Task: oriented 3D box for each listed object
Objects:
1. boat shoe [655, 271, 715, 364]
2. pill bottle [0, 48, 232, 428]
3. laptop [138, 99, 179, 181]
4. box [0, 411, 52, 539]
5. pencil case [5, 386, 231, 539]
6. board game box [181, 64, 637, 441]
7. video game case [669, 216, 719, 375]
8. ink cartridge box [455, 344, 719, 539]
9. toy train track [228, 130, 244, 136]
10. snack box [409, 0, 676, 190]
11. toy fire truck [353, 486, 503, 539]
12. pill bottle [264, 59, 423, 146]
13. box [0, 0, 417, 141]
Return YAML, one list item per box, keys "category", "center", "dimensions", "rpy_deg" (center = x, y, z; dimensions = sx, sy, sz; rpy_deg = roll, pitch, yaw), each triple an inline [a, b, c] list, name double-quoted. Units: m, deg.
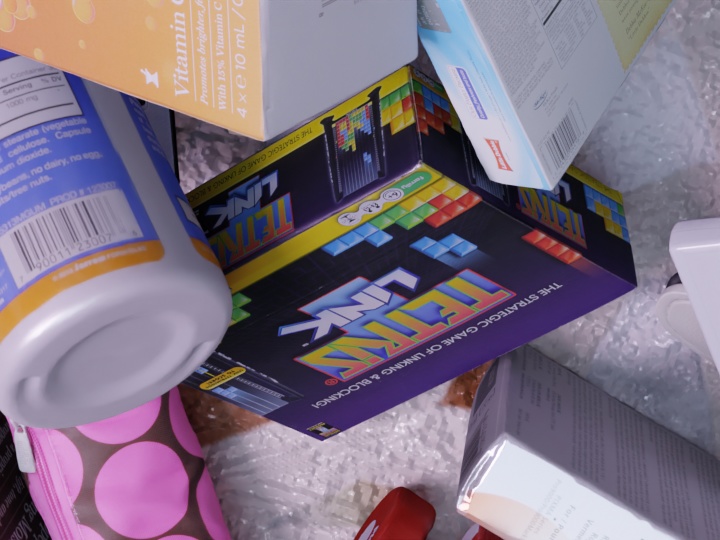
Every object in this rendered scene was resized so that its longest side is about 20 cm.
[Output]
- category: "boat shoe"
  center: [0.243, 0.025, 1.157]
  dimensions: [0.199, 0.061, 0.074]
  rpy_deg: [13, 155, 10]
- category: "pill bottle"
  center: [-0.143, -0.042, 1.055]
  dimensions: [0.112, 0.112, 0.201]
  rpy_deg: [-38, 62, 20]
- category: "laptop"
  center: [-0.198, -0.115, 1.146]
  dimensions: [0.186, 0.201, 0.116]
  rpy_deg: [-19, 144, 16]
- category: "box"
  center: [-0.233, 0.183, 1.234]
  dimensions: [0.163, 0.166, 0.201]
  rpy_deg: [-22, 106, 15]
- category: "pencil case"
  center: [-0.119, 0.129, 1.222]
  dimensions: [0.090, 0.094, 0.201]
  rpy_deg: [-18, 97, 35]
- category: "board game box"
  center: [0.000, 0.000, 1.119]
  dimensions: [0.199, 0.057, 0.165]
  rpy_deg: [-28, 143, 32]
- category: "video game case"
  center: [0.259, 0.040, 1.097]
  dimensions: [0.199, 0.023, 0.183]
  rpy_deg: [-6, 131, 27]
- category: "ink cartridge box"
  center: [0.142, 0.120, 1.153]
  dimensions: [0.199, 0.162, 0.050]
  rpy_deg: [34, 105, -3]
- category: "toy train track"
  center: [-0.054, -0.155, 1.027]
  dimensions: [0.114, 0.032, 0.201]
  rpy_deg: [11, 120, 38]
- category: "snack box"
  center: [0.097, -0.147, 1.034]
  dimensions: [0.037, 0.200, 0.116]
  rpy_deg: [13, 147, 37]
- category: "toy fire truck"
  center: [0.014, 0.217, 1.206]
  dimensions: [0.112, 0.168, 0.200]
  rpy_deg: [35, 111, -5]
- category: "pill bottle"
  center: [-0.053, -0.152, 1.109]
  dimensions: [0.112, 0.112, 0.201]
  rpy_deg: [-26, 104, 17]
- category: "box"
  center: [-0.083, -0.148, 0.960]
  dimensions: [0.199, 0.097, 0.125]
  rpy_deg: [20, 126, 34]
